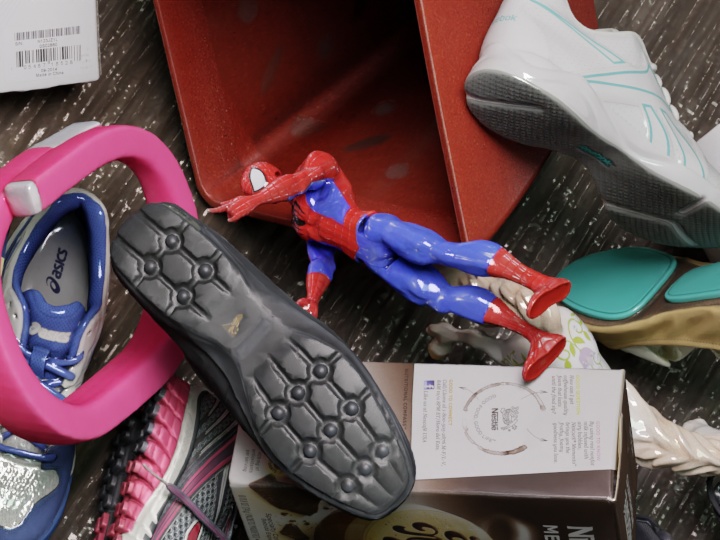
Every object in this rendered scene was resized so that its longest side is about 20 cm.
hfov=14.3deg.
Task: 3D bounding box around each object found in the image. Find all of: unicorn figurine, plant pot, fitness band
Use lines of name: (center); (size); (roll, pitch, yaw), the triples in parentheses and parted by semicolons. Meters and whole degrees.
unicorn figurine: (0.124, 0.069, 1.556); (0.200, 0.137, 0.074); (35, 69, -39)
plant pot: (0.021, -0.146, 1.557); (0.176, 0.199, 0.201); (-36, 127, -37)
fitness band: (-0.139, 0.005, 1.466); (0.200, 0.037, 0.145); (-41, 121, -57)

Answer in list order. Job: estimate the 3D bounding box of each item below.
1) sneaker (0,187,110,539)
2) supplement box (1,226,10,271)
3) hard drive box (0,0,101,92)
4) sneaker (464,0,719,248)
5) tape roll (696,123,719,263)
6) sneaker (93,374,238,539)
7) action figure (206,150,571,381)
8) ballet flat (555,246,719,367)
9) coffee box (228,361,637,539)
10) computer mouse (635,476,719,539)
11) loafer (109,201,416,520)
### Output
sneaker: (-0.177, 0.050, 1.522); (0.075, 0.088, 0.202); (10, 70, -11)
supplement box: (-0.302, 0.052, 1.414); (0.134, 0.199, 0.201); (33, 59, -48)
hard drive box: (-0.223, -0.197, 1.536); (0.155, 0.201, 0.077); (-8, 32, -16)
sneaker: (0.140, -0.079, 1.496); (0.200, 0.070, 0.081); (37, 58, -33)
tape roll: (0.273, -0.067, 1.607); (0.201, 0.203, 0.071); (-24, 79, -19)
sneaker: (-0.105, 0.154, 1.508); (0.074, 0.081, 0.201); (25, 69, -17)
action figure: (0.000, 0.000, 1.473); (0.199, 0.066, 0.099); (30, 46, 31)
ballet flat: (0.176, 0.027, 1.571); (0.069, 0.200, 0.063); (-41, 110, -24)
coffee box: (0.042, 0.110, 1.496); (0.198, 0.113, 0.080); (1, 56, 11)
computer mouse: (0.146, 0.194, 1.536); (0.199, 0.046, 0.141); (-16, 58, -13)
loafer: (-0.045, 0.045, 1.444); (0.068, 0.070, 0.201); (-45, 78, 2)
